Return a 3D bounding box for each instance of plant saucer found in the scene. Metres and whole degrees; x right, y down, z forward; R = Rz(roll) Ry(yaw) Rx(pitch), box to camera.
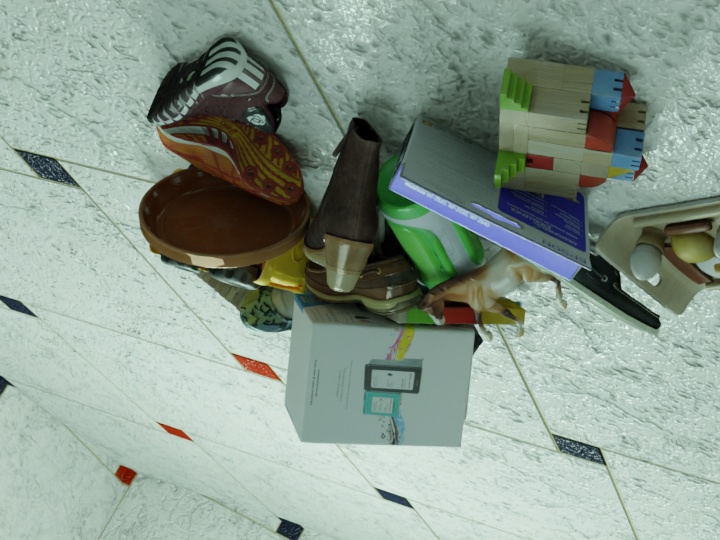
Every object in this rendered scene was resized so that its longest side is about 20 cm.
[{"bbox_3d":[-0.156,-0.061,1.542,0.198,0.200,0.033,16,127,21],"label":"plant saucer"}]

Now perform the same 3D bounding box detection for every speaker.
[{"bbox_3d":[0.080,-0.048,1.483,0.087,0.089,0.200,14,157,27],"label":"speaker"}]

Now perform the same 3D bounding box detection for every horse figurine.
[{"bbox_3d":[0.173,0.014,1.496,0.199,0.050,0.132,-32,129,19],"label":"horse figurine"}]

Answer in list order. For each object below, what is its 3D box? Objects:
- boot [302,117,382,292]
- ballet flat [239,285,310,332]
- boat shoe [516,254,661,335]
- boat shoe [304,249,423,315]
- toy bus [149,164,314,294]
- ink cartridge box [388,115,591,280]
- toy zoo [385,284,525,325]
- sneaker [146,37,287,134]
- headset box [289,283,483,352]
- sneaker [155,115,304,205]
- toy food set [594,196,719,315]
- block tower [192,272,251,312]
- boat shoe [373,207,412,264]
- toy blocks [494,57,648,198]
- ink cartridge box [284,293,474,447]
[{"bbox_3d":[-0.010,-0.081,1.437,0.071,0.169,0.200,9,-165,-10],"label":"boot"},{"bbox_3d":[-0.075,0.036,1.777,0.074,0.075,0.199,7,-168,38],"label":"ballet flat"},{"bbox_3d":[0.245,-0.005,1.422,0.198,0.067,0.074,33,-178,5],"label":"boat shoe"},{"bbox_3d":[0.000,0.000,1.561,0.199,0.071,0.068,12,118,54],"label":"boat shoe"},{"bbox_3d":[-0.141,-0.043,1.718,0.198,0.138,0.191,13,174,32],"label":"toy bus"},{"bbox_3d":[0.125,-0.065,1.277,0.196,0.044,0.200,26,-157,-3],"label":"ink cartridge box"},{"bbox_3d":[0.109,0.041,1.616,0.197,0.021,0.131,2,-169,-23],"label":"toy zoo"},{"bbox_3d":[-0.148,-0.176,1.447,0.115,0.076,0.199,31,159,-26],"label":"sneaker"},{"bbox_3d":[0.026,0.095,1.741,0.199,0.175,0.093,30,-168,-19],"label":"headset box"},{"bbox_3d":[-0.148,-0.135,1.562,0.199,0.073,0.077,32,162,13],"label":"sneaker"},{"bbox_3d":[0.347,-0.003,1.322,0.143,0.061,0.199,35,158,-26],"label":"toy food set"},{"bbox_3d":[-0.209,-0.024,1.818,0.199,0.058,0.054,37,-164,8],"label":"block tower"},{"bbox_3d":[0.039,-0.058,1.577,0.062,0.073,0.201,-19,151,-7],"label":"boat shoe"},{"bbox_3d":[0.193,-0.120,1.188,0.135,0.101,0.200,9,159,9],"label":"toy blocks"},{"bbox_3d":[0.020,0.120,1.613,0.197,0.148,0.147,4,-168,-13],"label":"ink cartridge box"}]
